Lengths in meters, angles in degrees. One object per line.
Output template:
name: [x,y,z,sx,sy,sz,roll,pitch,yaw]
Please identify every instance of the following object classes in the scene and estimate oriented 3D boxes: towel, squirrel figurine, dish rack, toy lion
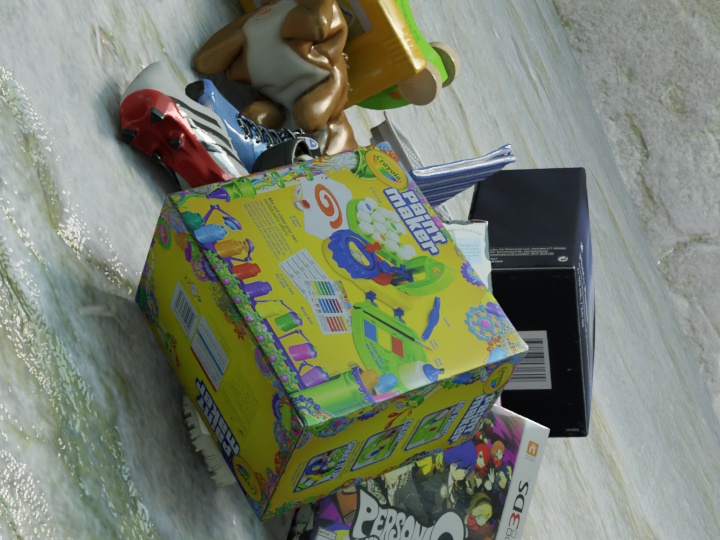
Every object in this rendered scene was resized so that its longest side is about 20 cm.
towel: [0.028,-0.061,1.448,0.144,0.199,0.024,-16,80,-45]
squirrel figurine: [-0.047,-0.172,1.568,0.201,0.140,0.188,-75,142,-60]
dish rack: [0.068,-0.065,1.743,0.202,0.043,0.172,63,9,12]
toy lion: [-0.015,-0.259,1.687,0.069,0.190,0.202,-47,120,-49]

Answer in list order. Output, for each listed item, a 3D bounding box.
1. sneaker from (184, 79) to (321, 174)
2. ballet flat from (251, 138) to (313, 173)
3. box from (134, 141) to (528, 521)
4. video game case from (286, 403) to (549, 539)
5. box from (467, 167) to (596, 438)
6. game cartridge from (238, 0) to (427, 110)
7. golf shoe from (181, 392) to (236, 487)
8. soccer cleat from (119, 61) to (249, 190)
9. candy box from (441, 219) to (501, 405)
sneaker: [-0.085,-0.107,1.438,0.200,0.088,0.079,47,24,-44]
ballet flat: [-0.016,-0.026,1.359,0.201,0.068,0.068,52,25,2]
box: [-0.024,0.037,1.149,0.191,0.123,0.201,-16,59,-31]
video game case: [0.047,0.176,1.267,0.199,0.036,0.183,26,72,-30]
box: [0.173,0.029,1.634,0.199,0.122,0.202,-74,159,-56]
game cartridge: [-0.042,-0.262,1.643,0.032,0.175,0.202,-35,99,-44]
golf shoe: [-0.069,0.086,1.215,0.079,0.096,0.200,61,20,-16]
soccer cleat: [-0.124,-0.085,1.338,0.200,0.068,0.086,49,30,-28]
candy box: [0.070,0.064,1.486,0.136,0.060,0.203,161,-74,-66]
